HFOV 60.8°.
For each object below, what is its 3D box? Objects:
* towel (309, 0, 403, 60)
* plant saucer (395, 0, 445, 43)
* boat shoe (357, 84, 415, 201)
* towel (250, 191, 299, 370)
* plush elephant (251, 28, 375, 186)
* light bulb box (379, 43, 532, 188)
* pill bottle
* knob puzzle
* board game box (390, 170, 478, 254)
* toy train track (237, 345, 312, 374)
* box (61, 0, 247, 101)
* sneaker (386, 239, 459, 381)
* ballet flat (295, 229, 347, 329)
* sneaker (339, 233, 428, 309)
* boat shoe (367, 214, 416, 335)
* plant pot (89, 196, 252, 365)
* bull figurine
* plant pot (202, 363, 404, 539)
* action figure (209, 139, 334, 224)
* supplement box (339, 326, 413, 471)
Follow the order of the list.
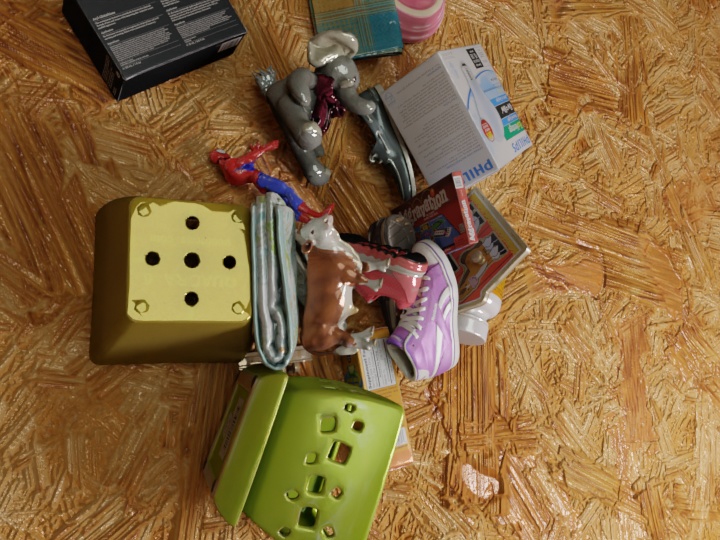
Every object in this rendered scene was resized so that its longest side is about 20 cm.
[{"bbox_3d":[-0.013,-0.447,1.028,0.144,0.022,0.203,-10,83,-6],"label":"towel"},{"bbox_3d":[0.077,-0.515,1.104,0.198,0.051,0.204,7,75,-28],"label":"plant saucer"},{"bbox_3d":[0.039,-0.203,1.015,0.061,0.073,0.203,-19,91,-4],"label":"boat shoe"},{"bbox_3d":[-0.102,0.014,0.769,0.047,0.171,0.203,-2,88,-1],"label":"towel"},{"bbox_3d":[-0.053,-0.254,0.910,0.153,0.165,0.201,-28,68,-6],"label":"plush elephant"},{"bbox_3d":[0.165,-0.247,1.018,0.202,0.124,0.198,60,37,-5],"label":"light bulb box"},{"bbox_3d":[0.183,0.014,1.012,0.110,0.111,0.203,23,69,-23],"label":"pill bottle"},{"bbox_3d":[0.145,-0.018,0.960,0.030,0.218,0.223,28,66,-37],"label":"knob puzzle"},{"bbox_3d":[0.107,-0.070,0.937,0.019,0.200,0.105,-9,83,-24],"label":"board game box"},{"bbox_3d":[-0.122,0.080,0.874,0.113,0.032,0.203,-4,80,-30],"label":"toy train track"},{"bbox_3d":[-0.282,-0.346,0.851,0.199,0.079,0.142,-35,100,-30],"label":"box"},{"bbox_3d":[0.084,0.061,0.894,0.113,0.072,0.204,-13,95,-37],"label":"sneaker"},{"bbox_3d":[-0.071,0.011,0.888,0.072,0.072,0.201,-42,101,-29],"label":"ballet flat"},{"bbox_3d":[0.000,0.000,0.888,0.073,0.198,0.088,-8,112,-54],"label":"sneaker"},{"bbox_3d":[0.052,0.014,0.964,0.074,0.073,0.203,-8,96,-38],"label":"boat shoe"},{"bbox_3d":[-0.218,0.005,0.746,0.197,0.176,0.203,3,77,-24],"label":"plant pot"},{"bbox_3d":[-0.029,0.024,0.825,0.120,0.065,0.203,12,110,11],"label":"bull figurine"},{"bbox_3d":[-0.083,0.224,0.763,0.180,0.199,0.203,23,79,-16],"label":"plant pot"},{"bbox_3d":[-0.119,-0.141,0.882,0.198,0.065,0.100,27,69,4],"label":"action figure"},{"bbox_3d":[0.021,0.190,0.911,0.068,0.066,0.203,-5,81,-28],"label":"supplement box"}]
